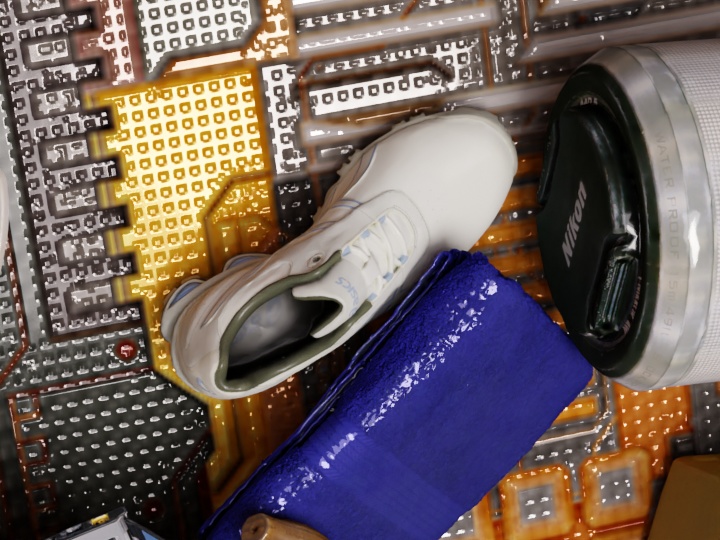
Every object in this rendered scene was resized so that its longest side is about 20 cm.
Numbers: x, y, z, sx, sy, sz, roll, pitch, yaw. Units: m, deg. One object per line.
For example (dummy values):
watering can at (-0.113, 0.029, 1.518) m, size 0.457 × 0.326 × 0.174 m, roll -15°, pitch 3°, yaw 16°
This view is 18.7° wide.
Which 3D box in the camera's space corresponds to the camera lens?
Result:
camera lens at (0.193, -0.031, 1.040) m, size 0.198 × 0.160 × 0.162 m, roll -6°, pitch 106°, yaw -15°

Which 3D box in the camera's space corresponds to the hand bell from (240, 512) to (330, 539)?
hand bell at (0.005, 0.163, 1.043) m, size 0.104 × 0.104 × 0.200 m, roll -45°, pitch 133°, yaw 2°

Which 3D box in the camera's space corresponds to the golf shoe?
golf shoe at (0.000, 0.000, 1.041) m, size 0.199 × 0.097 × 0.079 m, roll -38°, pitch 107°, yaw -3°

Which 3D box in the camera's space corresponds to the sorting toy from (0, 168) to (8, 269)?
sorting toy at (-0.247, 0.015, 0.993) m, size 0.199 × 0.107 × 0.181 m, roll 22°, pitch 92°, yaw -18°

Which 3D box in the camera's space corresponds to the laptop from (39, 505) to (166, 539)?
laptop at (-0.099, 0.210, 1.020) m, size 0.198 × 0.116 × 0.188 m, roll -21°, pitch 142°, yaw -6°

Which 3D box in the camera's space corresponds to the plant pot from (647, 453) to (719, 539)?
plant pot at (0.244, 0.185, 1.104) m, size 0.198 × 0.200 × 0.178 m, roll -3°, pitch 94°, yaw -12°

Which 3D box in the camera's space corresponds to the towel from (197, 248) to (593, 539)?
towel at (0.017, 0.086, 1.071) m, size 0.200 × 0.050 × 0.148 m, roll -46°, pitch 147°, yaw 2°
